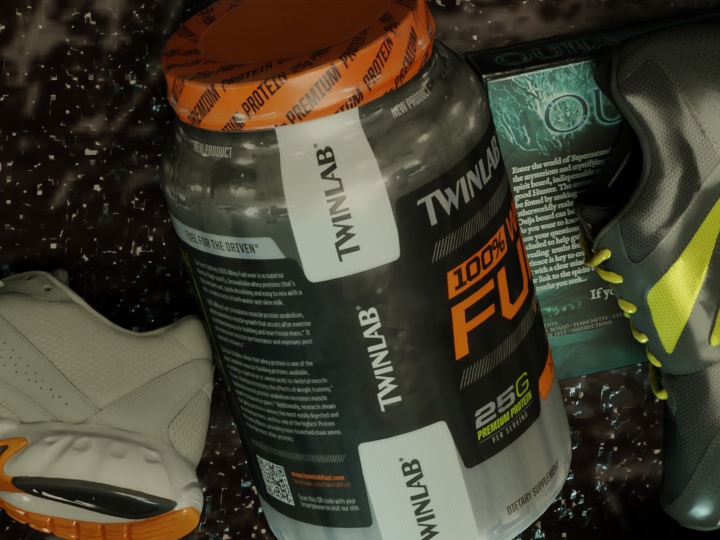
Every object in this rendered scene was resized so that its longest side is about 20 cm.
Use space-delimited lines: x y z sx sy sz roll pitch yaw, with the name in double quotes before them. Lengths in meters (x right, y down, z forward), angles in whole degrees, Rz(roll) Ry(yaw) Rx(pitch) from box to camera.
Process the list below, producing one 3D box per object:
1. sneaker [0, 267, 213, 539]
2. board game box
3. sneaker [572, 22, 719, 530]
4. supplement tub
"sneaker" -0.148 0.037 0.986 0.198 0.093 0.076 14 153 -1
"board game box" 0.145 -0.037 1.042 0.198 0.028 0.136 -11 115 -9
"sneaker" 0.118 -0.001 1.004 0.084 0.075 0.202 1 105 -7
"supplement tub" 0.000 0.000 0.970 0.122 0.123 0.201 -19 117 -5
